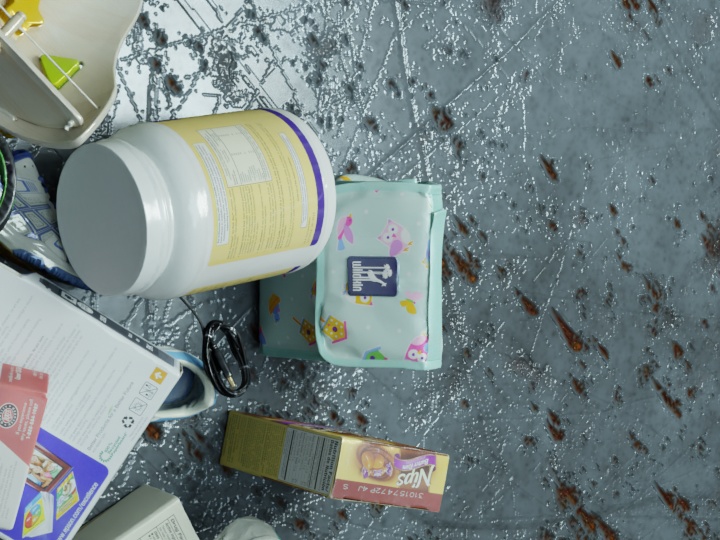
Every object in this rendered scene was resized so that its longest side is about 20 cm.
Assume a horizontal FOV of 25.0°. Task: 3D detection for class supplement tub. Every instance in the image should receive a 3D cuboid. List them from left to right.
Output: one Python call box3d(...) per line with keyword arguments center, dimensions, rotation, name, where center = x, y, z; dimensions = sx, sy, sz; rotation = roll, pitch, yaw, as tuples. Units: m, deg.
box3d(center=(-0.135, -0.055, 1.344), dimensions=(0.200, 0.145, 0.146), rotation=(-12, 100, -44), name="supplement tub")

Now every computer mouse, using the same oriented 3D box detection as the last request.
box3d(center=(-0.153, 0.021, 1.413), dimensions=(0.059, 0.034, 0.200), rotation=(-33, 88, -35), name="computer mouse")

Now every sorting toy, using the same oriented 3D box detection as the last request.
box3d(center=(-0.267, -0.221, 1.332), dimensions=(0.200, 0.107, 0.180), rotation=(48, 57, -18), name="sorting toy")

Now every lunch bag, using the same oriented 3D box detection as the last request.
box3d(center=(0.000, 0.000, 1.449), dimensions=(0.122, 0.200, 0.171), rotation=(-2, 95, -38), name="lunch bag")

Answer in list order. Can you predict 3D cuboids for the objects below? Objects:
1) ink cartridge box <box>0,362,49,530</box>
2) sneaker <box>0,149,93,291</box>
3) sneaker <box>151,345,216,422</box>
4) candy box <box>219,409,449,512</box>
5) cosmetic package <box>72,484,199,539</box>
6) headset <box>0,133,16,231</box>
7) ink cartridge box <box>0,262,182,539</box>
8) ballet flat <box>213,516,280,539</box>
box3d(center=(-0.353, 0.118, 1.258), dimensions=(0.199, 0.068, 0.117), rotation=(15, 98, -13), name="ink cartridge box")
box3d(center=(-0.277, -0.052, 1.344), dimensions=(0.200, 0.075, 0.088), rotation=(32, 76, -31), name="sneaker")
box3d(center=(-0.216, 0.098, 1.395), dimensions=(0.199, 0.072, 0.072), rotation=(-1, 95, -32), name="sneaker")
box3d(center=(-0.026, 0.169, 1.445), dimensions=(0.116, 0.200, 0.057), rotation=(13, 86, -33), name="candy box")
box3d(center=(-0.230, 0.284, 1.396), dimensions=(0.200, 0.073, 0.104), rotation=(-33, 111, -27), name="cosmetic package")
box3d(center=(-0.363, -0.065, 1.234), dimensions=(0.199, 0.094, 0.124), rotation=(-10, 82, -12), name="headset")
box3d(center=(-0.281, 0.109, 1.323), dimensions=(0.200, 0.043, 0.198), rotation=(33, 94, -15), name="ink cartridge box")
box3d(center=(-0.140, 0.288, 1.374), dimensions=(0.200, 0.069, 0.070), rotation=(-44, 114, -22), name="ballet flat")
